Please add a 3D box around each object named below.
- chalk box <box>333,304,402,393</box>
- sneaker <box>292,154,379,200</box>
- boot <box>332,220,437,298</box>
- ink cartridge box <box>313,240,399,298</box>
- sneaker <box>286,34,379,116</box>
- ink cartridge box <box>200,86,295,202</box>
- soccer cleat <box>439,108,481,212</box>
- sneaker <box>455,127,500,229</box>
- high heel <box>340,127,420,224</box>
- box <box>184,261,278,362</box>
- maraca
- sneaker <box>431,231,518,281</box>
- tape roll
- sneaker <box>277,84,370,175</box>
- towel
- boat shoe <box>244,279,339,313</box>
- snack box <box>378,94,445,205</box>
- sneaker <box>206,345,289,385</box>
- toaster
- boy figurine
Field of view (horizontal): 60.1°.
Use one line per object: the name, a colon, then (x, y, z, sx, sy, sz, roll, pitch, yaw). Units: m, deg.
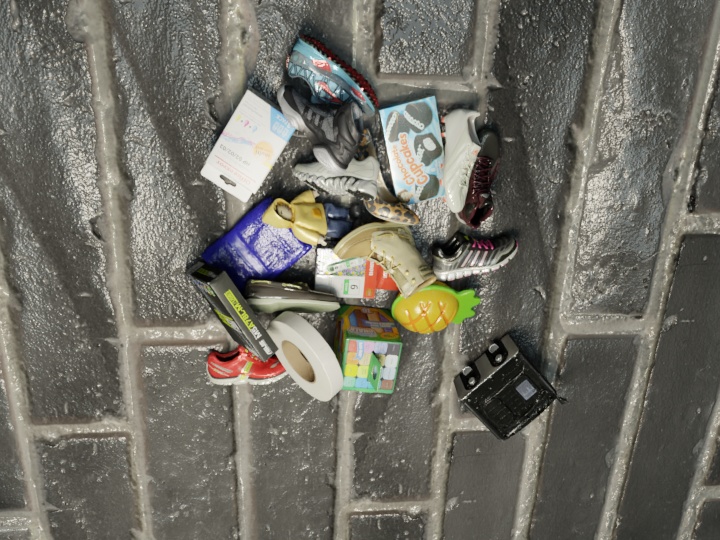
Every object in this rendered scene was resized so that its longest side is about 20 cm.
chalk box: (0.013, 0.176, 1.322, 0.121, 0.201, 0.128, 6, 111, -9)
sneaker: (-0.045, -0.191, 1.210, 0.197, 0.075, 0.083, 14, 85, 31)
boot: (0.053, -0.015, 1.244, 0.197, 0.157, 0.073, -15, 159, -41)
ink cartridge box: (0.000, 0.000, 1.332, 0.195, 0.051, 0.111, 3, 112, -7)
sneaker: (-0.054, -0.352, 1.188, 0.199, 0.080, 0.096, 37, 118, -12)
ink cartridge box: (-0.220, -0.234, 1.206, 0.114, 0.068, 0.202, 31, 105, -17)
soccer cleat: (0.201, -0.218, 1.230, 0.076, 0.069, 0.205, 1, 92, 30)
sneaker: (0.252, -0.178, 1.259, 0.074, 0.116, 0.204, 6, 111, -9)
high heel: (0.050, -0.184, 1.235, 0.197, 0.071, 0.145, 27, 112, 7)
box: (-0.263, 0.079, 1.255, 0.047, 0.199, 0.195, -37, 113, -20)
maraca: (0.163, 0.079, 1.352, 0.195, 0.109, 0.138, 1, 142, -12)
sneaker: (0.239, -0.045, 1.331, 0.196, 0.074, 0.089, -16, 119, 5)
tape roll: (-0.114, 0.177, 1.278, 0.037, 0.201, 0.206, -36, 115, -28)
sneaker: (-0.062, -0.283, 1.139, 0.113, 0.075, 0.202, -39, 82, 21)
towel: (-0.214, -0.037, 1.293, 0.199, 0.050, 0.148, -39, 111, 9)
boat shoe: (-0.139, 0.051, 1.282, 0.196, 0.072, 0.062, 3, 67, -12)
snack box: (0.110, -0.240, 1.260, 0.114, 0.037, 0.204, -14, 112, -1)
sneaker: (-0.242, 0.202, 1.371, 0.195, 0.077, 0.087, -5, 107, -5)
toaster: (0.340, 0.274, 1.443, 0.180, 0.119, 0.200, -42, 110, 11)
boy figurine: (-0.098, -0.112, 1.249, 0.196, 0.127, 0.064, 7, 155, -21)
